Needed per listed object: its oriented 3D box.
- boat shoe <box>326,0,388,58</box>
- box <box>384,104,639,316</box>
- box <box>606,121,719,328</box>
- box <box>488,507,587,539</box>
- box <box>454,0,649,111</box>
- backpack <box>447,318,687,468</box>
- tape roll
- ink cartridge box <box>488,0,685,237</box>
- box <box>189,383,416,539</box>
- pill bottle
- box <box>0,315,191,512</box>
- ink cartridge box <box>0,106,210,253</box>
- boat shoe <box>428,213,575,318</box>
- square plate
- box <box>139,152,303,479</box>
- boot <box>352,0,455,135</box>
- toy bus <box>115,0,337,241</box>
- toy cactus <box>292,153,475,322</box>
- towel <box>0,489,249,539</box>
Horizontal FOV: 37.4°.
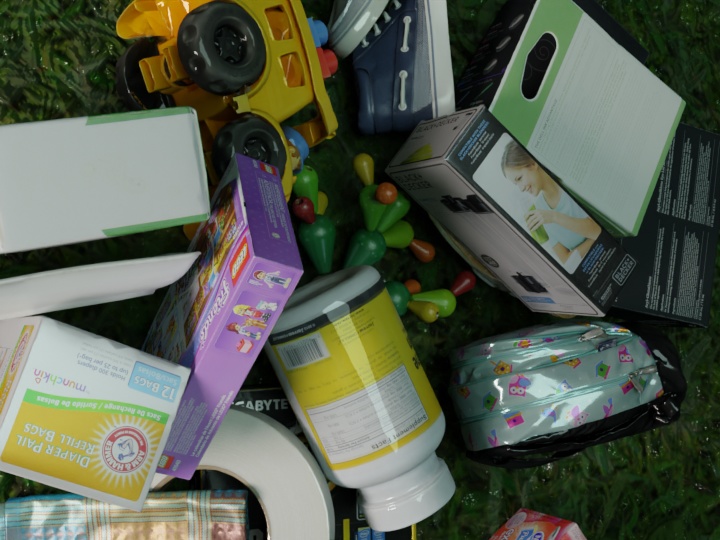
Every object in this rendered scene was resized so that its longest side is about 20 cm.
[{"bbox_3d":[-0.001,-0.288,0.970,0.071,0.070,0.201,27,69,-20],"label":"boat shoe"},{"bbox_3d":[0.127,-0.047,0.911,0.200,0.117,0.060,43,75,-19],"label":"box"},{"bbox_3d":[0.289,-0.051,1.086,0.141,0.079,0.201,13,82,-27],"label":"box"},{"bbox_3d":[0.196,0.338,1.011,0.100,0.095,0.200,-38,103,-21],"label":"box"},{"bbox_3d":[0.165,-0.159,1.018,0.122,0.106,0.200,36,73,-21],"label":"box"},{"bbox_3d":[0.178,0.111,0.996,0.199,0.167,0.127,-10,75,-22],"label":"backpack"},{"bbox_3d":[-0.121,0.206,0.850,0.202,0.037,0.204,0,88,4],"label":"tape roll"},{"bbox_3d":[0.192,-0.138,0.941,0.200,0.048,0.146,31,75,-27],"label":"ink cartridge box"},{"bbox_3d":[-0.050,0.178,0.931,0.199,0.049,0.160,0,89,-25],"label":"box"},{"bbox_3d":[0.002,0.105,0.872,0.112,0.112,0.200,-28,99,-24],"label":"pill bottle"},{"bbox_3d":[-0.214,0.098,0.773,0.112,0.200,0.102,23,78,-22],"label":"box"},{"bbox_3d":[-0.212,-0.062,0.785,0.146,0.200,0.083,-11,95,-24],"label":"ink cartridge box"},{"bbox_3d":[0.128,-0.019,1.013,0.200,0.069,0.071,39,76,-24],"label":"boat shoe"},{"bbox_3d":[-0.235,0.016,0.769,0.199,0.198,0.029,-10,92,-25],"label":"square plate"},{"bbox_3d":[-0.108,0.033,0.778,0.039,0.137,0.200,17,120,-23],"label":"box"},{"bbox_3d":[0.034,-0.220,0.981,0.090,0.073,0.201,-4,69,1],"label":"boot"},{"bbox_3d":[-0.086,-0.143,0.898,0.192,0.136,0.201,-21,97,-41],"label":"toy bus"},{"bbox_3d":[0.000,0.000,0.948,0.200,0.102,0.165,42,81,-26],"label":"toy cactus"},{"bbox_3d":[-0.183,0.245,0.825,0.199,0.022,0.147,-3,88,6],"label":"towel"}]
